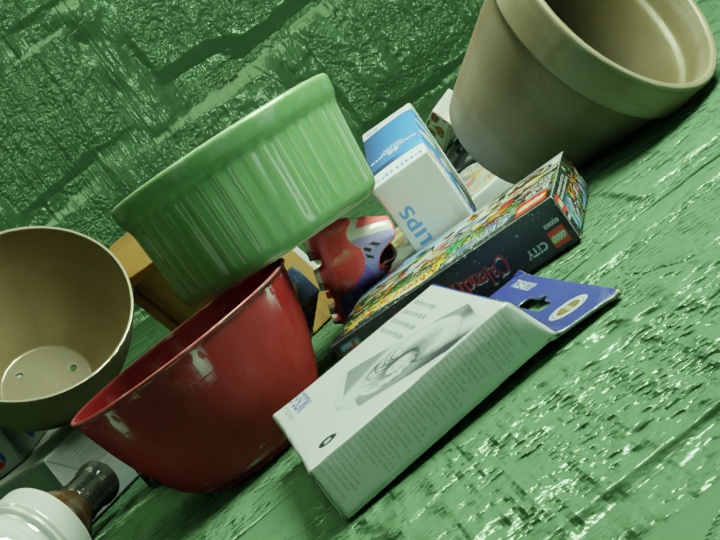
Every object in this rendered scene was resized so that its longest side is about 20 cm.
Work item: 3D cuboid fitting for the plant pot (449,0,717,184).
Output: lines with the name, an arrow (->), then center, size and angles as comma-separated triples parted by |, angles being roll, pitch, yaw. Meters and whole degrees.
plant pot -> 0.166, -0.167, 1.105 | 0.200, 0.200, 0.174 | -46, -6, -49

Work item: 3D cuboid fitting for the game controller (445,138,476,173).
game controller -> 0.143, -0.145, 1.572 | 0.103, 0.042, 0.200 | -18, 16, 24

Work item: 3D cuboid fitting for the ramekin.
ramekin -> -0.084, -0.057, 1.033 | 0.199, 0.098, 0.200 | -33, 4, 3

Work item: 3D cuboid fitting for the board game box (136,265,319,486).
board game box -> -0.122, 0.094, 1.165 | 0.200, 0.035, 0.136 | -41, -15, -21

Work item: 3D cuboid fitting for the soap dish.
soap dish -> -0.138, 0.015, 1.336 | 0.157, 0.200, 0.082 | -30, 31, 34

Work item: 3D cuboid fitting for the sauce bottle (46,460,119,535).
sauce bottle -> -0.268, 0.228, 1.110 | 0.064, 0.065, 0.200 | -33, 9, 29

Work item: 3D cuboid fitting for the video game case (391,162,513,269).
video game case -> 0.084, -0.056, 1.332 | 0.200, 0.023, 0.182 | -40, 8, -19

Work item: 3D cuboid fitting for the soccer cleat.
soccer cleat -> 0.000, 0.000, 1.143 | 0.076, 0.067, 0.200 | -19, -15, 1

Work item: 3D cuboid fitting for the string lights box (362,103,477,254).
string lights box -> 0.054, -0.071, 1.162 | 0.059, 0.103, 0.200 | -34, 16, 8

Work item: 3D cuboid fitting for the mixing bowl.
mixing bowl -> -0.106, 0.094, 0.993 | 0.199, 0.109, 0.200 | -36, 7, 5

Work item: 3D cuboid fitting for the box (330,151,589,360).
box -> 0.077, -0.004, 0.997 | 0.199, 0.038, 0.137 | -35, 7, 20

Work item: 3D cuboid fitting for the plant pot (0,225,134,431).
plant pot -> -0.314, 0.077, 1.291 | 0.200, 0.200, 0.135 | -41, -25, -28

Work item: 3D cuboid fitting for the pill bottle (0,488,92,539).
pill bottle -> -0.265, 0.235, 0.872 | 0.112, 0.113, 0.200 | -31, 9, 37

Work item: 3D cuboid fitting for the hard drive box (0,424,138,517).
hard drive box -> -0.297, 0.204, 1.336 | 0.199, 0.077, 0.156 | -30, 10, 41

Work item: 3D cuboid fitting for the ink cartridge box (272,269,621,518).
ink cartridge box -> 0.041, 0.054, 0.811 | 0.199, 0.041, 0.200 | -39, 8, -7

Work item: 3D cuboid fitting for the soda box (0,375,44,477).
soda box -> -0.377, 0.168, 1.395 | 0.068, 0.064, 0.200 | -37, 7, 2

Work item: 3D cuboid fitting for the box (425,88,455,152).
box -> 0.091, -0.158, 1.634 | 0.042, 0.039, 0.200 | -52, -3, -21
